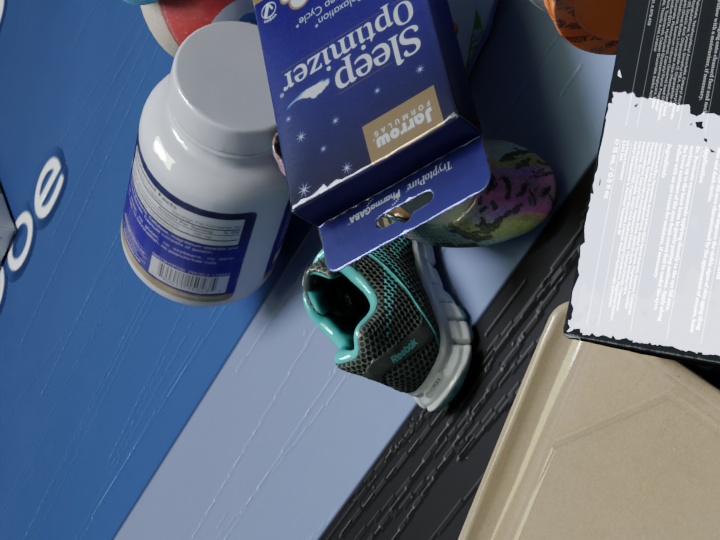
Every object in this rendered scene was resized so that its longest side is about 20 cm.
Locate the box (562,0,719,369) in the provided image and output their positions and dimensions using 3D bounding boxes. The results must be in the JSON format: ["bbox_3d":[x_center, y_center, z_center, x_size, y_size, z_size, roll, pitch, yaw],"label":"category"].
[{"bbox_3d":[0.188,-0.053,0.804,0.140,0.078,0.202,9,87,47],"label":"box"}]

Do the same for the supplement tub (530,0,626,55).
[{"bbox_3d":[0.125,-0.223,0.938,0.123,0.122,0.201,-48,44,38],"label":"supplement tub"}]

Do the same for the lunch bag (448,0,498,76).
[{"bbox_3d":[0.023,-0.187,1.128,0.160,0.075,0.201,48,118,54],"label":"lunch bag"}]

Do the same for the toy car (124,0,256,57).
[{"bbox_3d":[-0.058,-0.248,1.230,0.198,0.184,0.179,-8,71,26],"label":"toy car"}]

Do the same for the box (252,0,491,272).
[{"bbox_3d":[0.003,-0.111,1.006,0.121,0.032,0.202,-28,57,25],"label":"box"}]

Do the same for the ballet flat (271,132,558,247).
[{"bbox_3d":[0.023,-0.058,1.036,0.199,0.071,0.070,12,82,39],"label":"ballet flat"}]

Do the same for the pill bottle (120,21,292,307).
[{"bbox_3d":[-0.098,-0.074,1.178,0.201,0.118,0.121,113,152,-55],"label":"pill bottle"}]

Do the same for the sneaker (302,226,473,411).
[{"bbox_3d":[0.000,0.000,1.084,0.078,0.091,0.201,-58,37,26],"label":"sneaker"}]

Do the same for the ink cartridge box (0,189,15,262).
[{"bbox_3d":[-0.444,-0.009,1.778,0.201,0.082,0.147,-60,37,24],"label":"ink cartridge box"}]

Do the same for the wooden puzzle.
[{"bbox_3d":[0.139,0.136,0.882,0.200,0.037,0.187,36,110,50],"label":"wooden puzzle"}]
